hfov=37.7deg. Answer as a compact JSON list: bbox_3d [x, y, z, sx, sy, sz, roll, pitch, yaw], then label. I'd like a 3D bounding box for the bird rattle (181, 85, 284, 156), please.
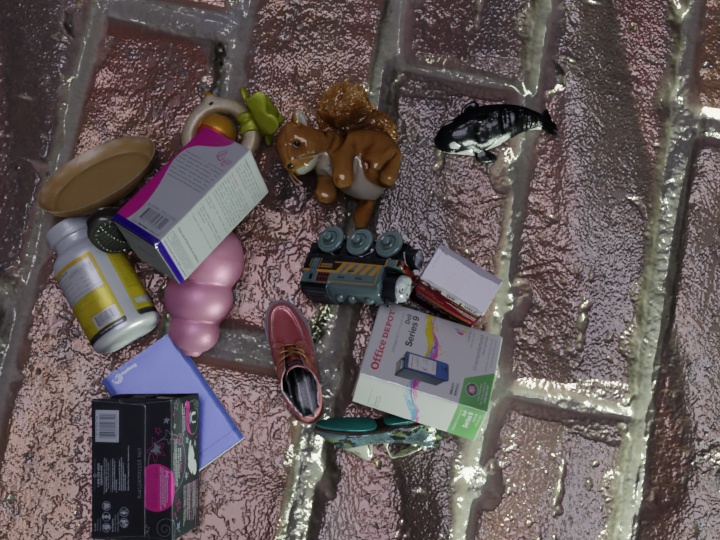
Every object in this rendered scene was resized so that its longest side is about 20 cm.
[{"bbox_3d":[-0.210,-0.200,1.692,0.162,0.113,0.201,26,92,15],"label":"bird rattle"}]

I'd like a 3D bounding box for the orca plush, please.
[{"bbox_3d":[0.222,-0.231,1.705,0.198,0.071,0.106,3,79,-1],"label":"orca plush"}]

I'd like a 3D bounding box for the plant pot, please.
[{"bbox_3d":[-0.404,-0.141,1.631,0.199,0.200,0.028,-28,123,-7],"label":"plant pot"}]

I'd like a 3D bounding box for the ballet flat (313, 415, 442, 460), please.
[{"bbox_3d":[0.029,0.256,1.609,0.198,0.074,0.075,-5,79,1],"label":"ballet flat"}]

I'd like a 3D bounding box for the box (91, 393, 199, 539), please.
[{"bbox_3d":[-0.313,0.283,1.541,0.131,0.115,0.202,-1,87,12],"label":"box"}]

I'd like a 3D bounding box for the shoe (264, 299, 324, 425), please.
[{"bbox_3d":[-0.099,0.136,1.612,0.071,0.091,0.201,-15,80,-5],"label":"shoe"}]

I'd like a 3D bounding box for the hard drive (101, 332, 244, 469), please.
[{"bbox_3d":[-0.289,0.214,1.623,0.132,0.025,0.201,-35,82,-8],"label":"hard drive"}]

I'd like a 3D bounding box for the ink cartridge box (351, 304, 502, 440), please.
[{"bbox_3d":[0.101,0.149,1.593,0.199,0.088,0.146,17,51,4],"label":"ink cartridge box"}]

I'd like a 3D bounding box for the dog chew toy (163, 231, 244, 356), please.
[{"bbox_3d":[-0.247,0.031,1.618,0.124,0.125,0.202,8,87,0],"label":"dog chew toy"}]

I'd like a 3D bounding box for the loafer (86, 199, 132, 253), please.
[{"bbox_3d":[-0.351,-0.072,1.602,0.073,0.200,0.072,-36,73,17],"label":"loafer"}]

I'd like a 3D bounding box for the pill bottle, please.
[{"bbox_3d":[-0.400,0.017,1.615,0.112,0.112,0.201,-29,81,-7],"label":"pill bottle"}]

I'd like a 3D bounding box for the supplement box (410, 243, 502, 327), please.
[{"bbox_3d":[0.140,0.030,1.585,0.108,0.200,0.061,31,81,4],"label":"supplement box"}]

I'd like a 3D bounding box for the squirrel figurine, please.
[{"bbox_3d":[-0.038,-0.198,1.651,0.185,0.142,0.201,20,61,-11],"label":"squirrel figurine"}]

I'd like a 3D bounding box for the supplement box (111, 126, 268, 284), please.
[{"bbox_3d":[-0.244,-0.097,1.536,0.101,0.104,0.200,29,68,32],"label":"supplement box"}]

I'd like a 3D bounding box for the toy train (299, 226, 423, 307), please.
[{"bbox_3d":[0.000,0.000,1.617,0.199,0.085,0.115,6,65,31],"label":"toy train"}]
